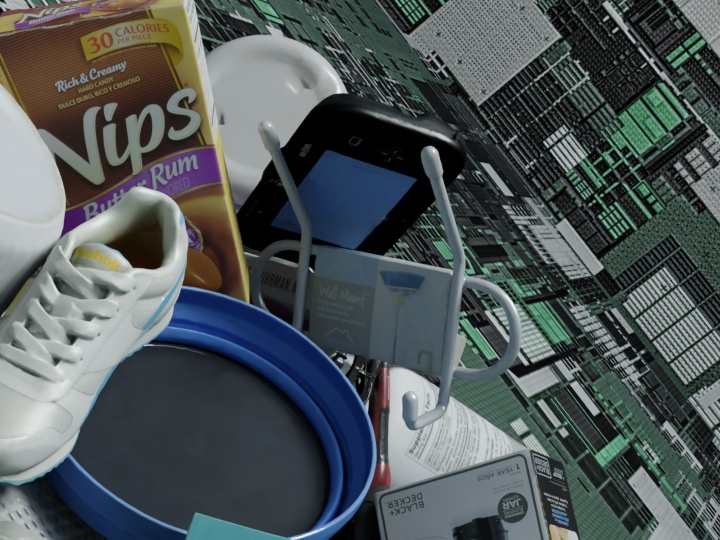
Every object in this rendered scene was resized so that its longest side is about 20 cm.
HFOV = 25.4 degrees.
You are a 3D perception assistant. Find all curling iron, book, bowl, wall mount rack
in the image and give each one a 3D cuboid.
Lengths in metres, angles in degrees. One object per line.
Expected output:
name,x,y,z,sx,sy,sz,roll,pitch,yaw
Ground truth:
curling iron,-0.001,0.141,1.049,0.049,0.026,0.201,4,80,-22
book,-0.038,0.025,1.169,0.200,0.048,0.133,17,-8,44
bowl,-0.091,0.088,0.901,0.200,0.039,0.201,18,35,-13
wall mount rack,0.000,0.000,0.984,0.199,0.174,0.074,11,13,29

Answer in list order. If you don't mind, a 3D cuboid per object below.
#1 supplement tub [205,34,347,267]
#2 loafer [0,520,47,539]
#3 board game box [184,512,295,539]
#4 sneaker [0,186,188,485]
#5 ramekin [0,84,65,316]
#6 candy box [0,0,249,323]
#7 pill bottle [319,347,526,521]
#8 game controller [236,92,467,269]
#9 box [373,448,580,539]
supplement tub,-0.071,-0.084,1.232,0.132,0.132,0.200,54,-10,12
loafer,-0.111,0.184,0.725,0.200,0.070,0.070,53,8,-22
board game box,0.013,0.186,0.780,0.199,0.047,0.151,14,-24,6
sneaker,-0.155,0.029,0.830,0.076,0.081,0.200,25,40,6
ramekin,-0.244,-0.055,0.845,0.202,0.094,0.202,47,15,-17
candy box,-0.141,-0.064,0.964,0.057,0.116,0.201,-97,177,-67
pill bottle,0.029,0.134,1.146,0.200,0.113,0.113,35,20,-23
game controller,-0.011,-0.051,1.036,0.104,0.200,0.042,9,63,-20
box,0.086,0.225,0.995,0.060,0.116,0.201,29,45,-58
